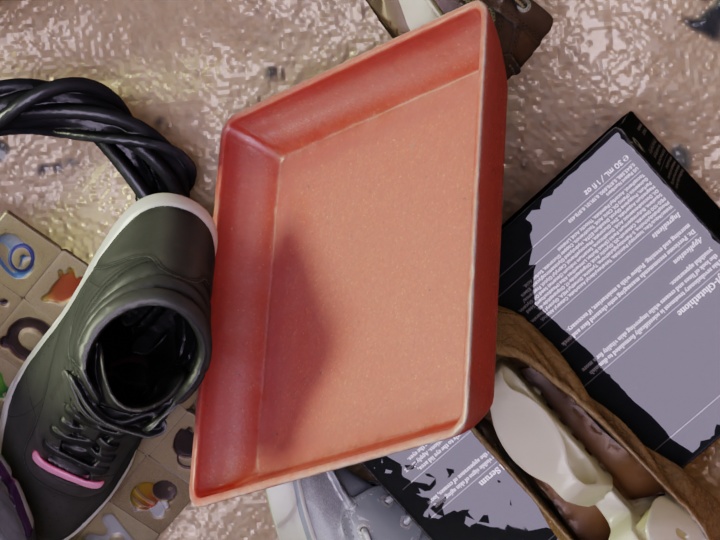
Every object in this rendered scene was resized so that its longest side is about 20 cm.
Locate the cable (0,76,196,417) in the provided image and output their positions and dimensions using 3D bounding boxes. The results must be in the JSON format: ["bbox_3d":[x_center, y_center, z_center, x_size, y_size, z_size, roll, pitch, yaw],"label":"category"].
[{"bbox_3d":[-0.171,-0.011,1.243,0.200,0.051,0.163,-19,99,13],"label":"cable"}]

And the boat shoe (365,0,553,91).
[{"bbox_3d":[0.013,-0.172,1.175,0.075,0.075,0.202,-39,97,1],"label":"boat shoe"}]

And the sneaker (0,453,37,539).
[{"bbox_3d":[-0.238,0.083,1.187,0.074,0.088,0.200,-39,91,20],"label":"sneaker"}]

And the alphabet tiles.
[{"bbox_3d":[-0.169,0.066,1.247,0.200,0.006,0.166,36,110,-15],"label":"alphabet tiles"}]

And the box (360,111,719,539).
[{"bbox_3d":[0.098,0.044,1.188,0.200,0.079,0.141,-42,89,15],"label":"box"}]

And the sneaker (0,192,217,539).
[{"bbox_3d":[-0.127,0.066,1.187,0.071,0.099,0.200,23,113,-12],"label":"sneaker"}]

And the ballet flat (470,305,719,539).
[{"bbox_3d":[0.105,0.097,1.120,0.068,0.072,0.200,-41,92,14],"label":"ballet flat"}]

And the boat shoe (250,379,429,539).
[{"bbox_3d":[0.001,0.138,1.235,0.071,0.070,0.201,-19,100,2],"label":"boat shoe"}]

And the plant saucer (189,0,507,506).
[{"bbox_3d":[0.000,0.000,1.140,0.200,0.037,0.200,-21,59,49],"label":"plant saucer"}]
